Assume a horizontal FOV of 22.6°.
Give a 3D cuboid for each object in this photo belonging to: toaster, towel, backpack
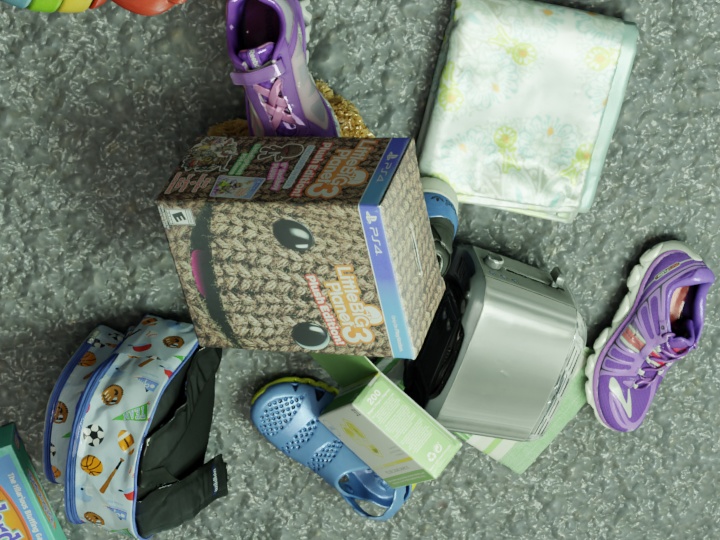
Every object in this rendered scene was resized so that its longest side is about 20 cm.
[{"bbox_3d":[0.124,0.079,1.675,0.129,0.114,0.201,13,115,-16],"label":"toaster"},{"bbox_3d":[0.128,0.097,1.760,0.200,0.023,0.153,33,108,-21],"label":"towel"},{"bbox_3d":[0.147,-0.146,1.632,0.170,0.048,0.201,9,114,-11],"label":"towel"},{"bbox_3d":[-0.208,0.146,1.651,0.153,0.191,0.201,5,116,9],"label":"backpack"}]

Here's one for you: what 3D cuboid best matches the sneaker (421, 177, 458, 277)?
[{"bbox_3d":[-0.001,-0.001,1.628,0.199,0.111,0.077,-24,124,23],"label":"sneaker"}]

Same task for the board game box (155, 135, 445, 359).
[{"bbox_3d":[-0.047,-0.020,1.502,0.199,0.097,0.160,2,128,21],"label":"board game box"}]

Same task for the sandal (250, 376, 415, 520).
[{"bbox_3d":[-0.021,0.176,1.745,0.200,0.087,0.080,34,110,-18],"label":"sandal"}]

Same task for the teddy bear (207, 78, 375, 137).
[{"bbox_3d":[-0.081,-0.080,1.610,0.199,0.067,0.146,-22,82,10],"label":"teddy bear"}]

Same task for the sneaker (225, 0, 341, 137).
[{"bbox_3d":[-0.074,-0.160,1.534,0.080,0.088,0.201,-13,88,13],"label":"sneaker"}]

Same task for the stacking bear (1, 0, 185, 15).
[{"bbox_3d":[-0.240,-0.267,1.499,0.199,0.122,0.114,11,112,-20],"label":"stacking bear"}]

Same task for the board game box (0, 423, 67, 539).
[{"bbox_3d":[-0.405,0.250,1.756,0.199,0.045,0.153,-19,116,2],"label":"board game box"}]

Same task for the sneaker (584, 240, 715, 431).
[{"bbox_3d":[0.279,0.071,1.720,0.080,0.083,0.201,4,115,-29],"label":"sneaker"}]

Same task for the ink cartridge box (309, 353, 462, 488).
[{"bbox_3d":[-0.010,0.114,1.654,0.200,0.146,0.048,42,73,-4],"label":"ink cartridge box"}]
